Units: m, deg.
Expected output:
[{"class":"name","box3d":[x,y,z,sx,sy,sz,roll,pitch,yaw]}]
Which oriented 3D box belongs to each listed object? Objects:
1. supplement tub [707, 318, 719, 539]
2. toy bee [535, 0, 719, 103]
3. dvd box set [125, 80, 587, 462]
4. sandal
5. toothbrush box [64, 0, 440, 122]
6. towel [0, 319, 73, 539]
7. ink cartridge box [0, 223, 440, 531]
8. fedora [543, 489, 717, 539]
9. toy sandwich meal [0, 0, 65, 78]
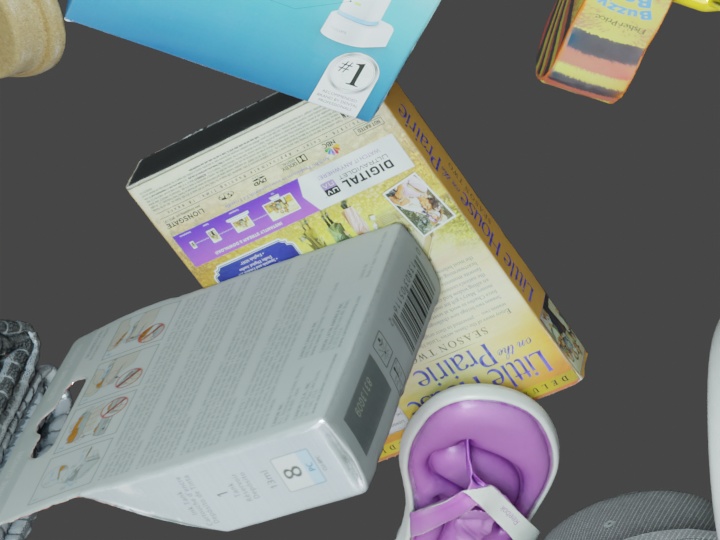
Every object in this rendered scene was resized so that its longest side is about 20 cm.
[{"class":"supplement tub","box3d":[0.267,0.078,1.066,0.199,0.145,0.145,-4,125,17]},{"class":"toy bee","box3d":[0.111,-0.139,0.963,0.130,0.109,0.200,1,130,9]},{"class":"dvd box set","box3d":[0.000,0.000,1.148,0.146,0.029,0.200,-24,116,28]},{"class":"sandal","box3d":[0.058,0.130,1.198,0.082,0.050,0.203,0,141,-6]},{"class":"toothbrush box","box3d":[-0.021,-0.178,0.968,0.146,0.085,0.200,17,131,-16]},{"class":"towel","box3d":[-0.253,0.117,1.196,0.165,0.200,0.086,-18,119,24]},{"class":"ink cartridge box","box3d":[-0.070,0.064,1.093,0.200,0.160,0.047,-20,117,27]},{"class":"fedora","box3d":[0.135,0.184,1.204,0.200,0.090,0.177,-40,121,22]},{"class":"toy sandwich meal","box3d":[-0.197,-0.169,1.011,0.205,0.070,0.205,30,157,14]}]
